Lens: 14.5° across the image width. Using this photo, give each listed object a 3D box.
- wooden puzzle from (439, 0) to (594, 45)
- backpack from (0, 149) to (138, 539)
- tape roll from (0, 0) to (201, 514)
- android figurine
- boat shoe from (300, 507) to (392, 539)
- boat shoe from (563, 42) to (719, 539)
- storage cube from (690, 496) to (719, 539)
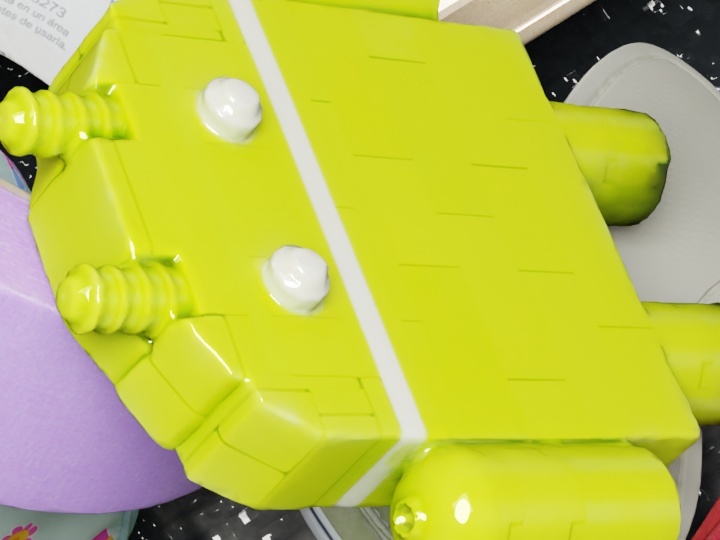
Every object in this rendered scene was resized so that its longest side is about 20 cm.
[{"bbox_3d":[0.044,-0.180,0.770,0.185,0.037,0.200,-32,95,0],"label":"wooden puzzle"},{"bbox_3d":[-0.159,0.049,0.743,0.199,0.167,0.127,-24,69,-20],"label":"backpack"},{"bbox_3d":[-0.088,-0.039,0.700,0.199,0.066,0.201,24,37,-19],"label":"tape roll"},{"bbox_3d":[0.005,-0.007,0.653,0.199,0.041,0.183,6,52,-40],"label":"android figurine"},{"bbox_3d":[0.000,0.000,0.788,0.072,0.062,0.201,-14,71,0],"label":"boat shoe"},{"bbox_3d":[0.062,0.018,0.758,0.074,0.060,0.200,30,43,-15],"label":"boat shoe"},{"bbox_3d":[0.176,0.095,0.657,0.171,0.180,0.200,-36,75,-22],"label":"storage cube"}]
